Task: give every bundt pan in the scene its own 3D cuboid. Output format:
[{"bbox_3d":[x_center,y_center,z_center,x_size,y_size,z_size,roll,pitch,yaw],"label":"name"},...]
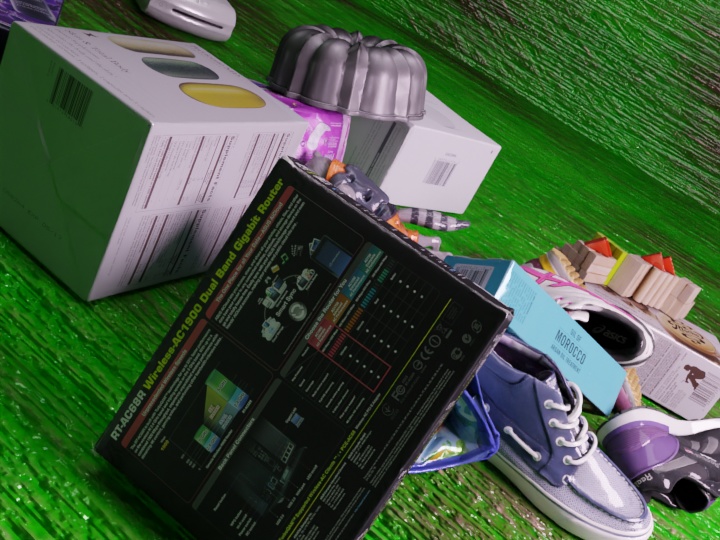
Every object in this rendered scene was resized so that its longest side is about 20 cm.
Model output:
[{"bbox_3d":[-0.009,-0.244,0.961,0.200,0.076,0.202,12,21,-5],"label":"bundt pan"}]

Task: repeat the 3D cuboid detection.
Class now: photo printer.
[{"bbox_3d":[-0.309,-0.470,1.382,0.165,0.070,0.200,12,29,-35],"label":"photo printer"}]

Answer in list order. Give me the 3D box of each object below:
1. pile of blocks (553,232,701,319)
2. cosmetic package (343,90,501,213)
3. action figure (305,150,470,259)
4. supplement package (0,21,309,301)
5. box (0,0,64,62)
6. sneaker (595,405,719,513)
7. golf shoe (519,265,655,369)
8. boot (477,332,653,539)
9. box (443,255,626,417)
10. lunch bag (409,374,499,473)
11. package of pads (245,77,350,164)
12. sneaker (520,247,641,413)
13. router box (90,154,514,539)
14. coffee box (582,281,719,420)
[{"bbox_3d":[0.328,-0.006,0.962,0.199,0.062,0.082,21,22,-20],"label":"pile of blocks"},{"bbox_3d":[0.055,-0.191,1.158,0.198,0.123,0.200,3,35,-45],"label":"cosmetic package"},{"bbox_3d":[0.016,-0.070,0.897,0.193,0.105,0.200,32,22,-10],"label":"action figure"},{"bbox_3d":[-0.177,-0.094,0.658,0.151,0.151,0.200,36,24,18],"label":"supplement package"},{"bbox_3d":[-0.377,-0.230,0.771,0.147,0.105,0.200,17,26,-25],"label":"box"},{"bbox_3d":[0.313,0.192,0.758,0.199,0.076,0.088,11,43,-29],"label":"sneaker"},{"bbox_3d":[0.198,0.040,0.806,0.199,0.073,0.092,19,-2,18],"label":"golf shoe"},{"bbox_3d":[0.156,0.132,0.636,0.199,0.091,0.073,33,38,16],"label":"boot"},{"bbox_3d":[0.153,0.061,0.722,0.200,0.049,0.082,39,-19,-32],"label":"box"},{"bbox_3d":[0.002,0.059,0.601,0.199,0.128,0.170,28,17,-37],"label":"lunch bag"},{"bbox_3d":[-0.122,-0.180,0.949,0.199,0.076,0.120,27,23,35],"label":"package of pads"},{"bbox_3d":[0.231,0.080,0.883,0.201,0.090,0.075,62,21,10],"label":"sneaker"},{"bbox_3d":[-0.031,0.062,0.443,0.149,0.201,0.062,35,5,14],"label":"router box"},{"bbox_3d":[0.331,0.083,0.963,0.199,0.080,0.113,30,22,2],"label":"coffee box"}]
